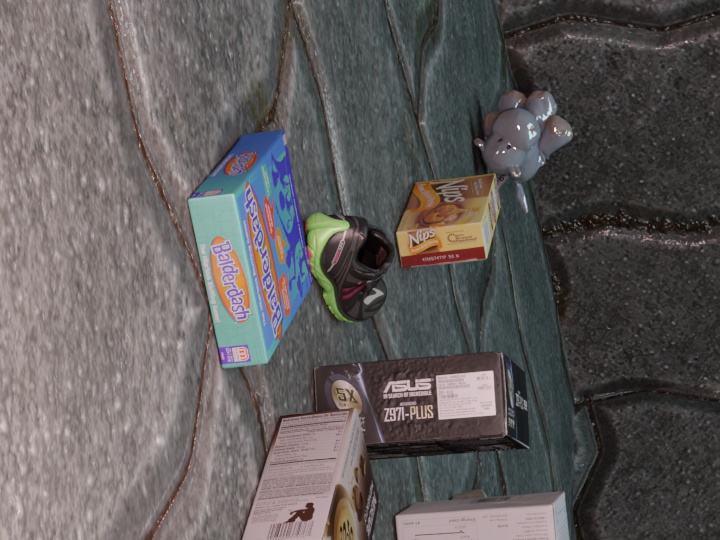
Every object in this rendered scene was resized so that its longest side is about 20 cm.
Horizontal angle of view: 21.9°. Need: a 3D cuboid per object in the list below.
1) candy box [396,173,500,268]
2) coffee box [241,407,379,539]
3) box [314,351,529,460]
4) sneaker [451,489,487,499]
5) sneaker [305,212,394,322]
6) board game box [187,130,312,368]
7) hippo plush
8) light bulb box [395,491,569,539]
[{"bbox_3d":[0.119,-0.068,2.476,0.200,0.114,0.056,-66,148,-67],"label":"candy box"},{"bbox_3d":[-0.042,0.227,1.669,0.201,0.079,0.114,-74,154,-59],"label":"coffee box"},{"bbox_3d":[0.067,0.144,1.930,0.164,0.198,0.087,37,49,-72],"label":"box"},{"bbox_3d":[0.159,0.390,2.525,0.201,0.074,0.085,-79,154,-55],"label":"sneaker"},{"bbox_3d":[0.000,0.000,1.967,0.200,0.083,0.078,56,31,-65],"label":"sneaker"},{"bbox_3d":[-0.094,-0.023,1.640,0.200,0.044,0.154,-63,145,-67],"label":"board game box"},{"bbox_3d":[0.251,-0.225,3.202,0.201,0.159,0.160,-58,156,18],"label":"hippo plush"},{"bbox_3d":[0.154,0.378,2.226,0.125,0.196,0.203,-2,87,-76],"label":"light bulb box"}]
